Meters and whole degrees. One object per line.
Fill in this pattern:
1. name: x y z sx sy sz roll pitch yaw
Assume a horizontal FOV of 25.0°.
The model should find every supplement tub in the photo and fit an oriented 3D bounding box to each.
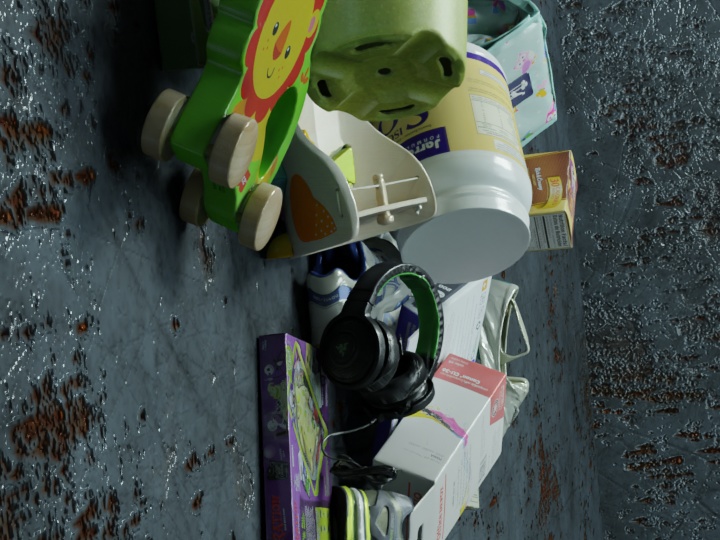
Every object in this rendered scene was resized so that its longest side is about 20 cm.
1. supplement tub: 0.084 -0.104 1.550 0.146 0.145 0.201 64 14 -55

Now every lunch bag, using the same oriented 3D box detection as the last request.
1. lunch bag: 0.104 -0.198 1.702 0.171 0.199 0.122 70 16 -49

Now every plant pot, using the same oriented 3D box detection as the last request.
1. plant pot: 0.012 -0.231 1.320 0.200 0.200 0.185 56 25 -62

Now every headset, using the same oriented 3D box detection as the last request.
1. headset: 0.025 0.089 1.392 0.124 0.094 0.201 46 60 -44

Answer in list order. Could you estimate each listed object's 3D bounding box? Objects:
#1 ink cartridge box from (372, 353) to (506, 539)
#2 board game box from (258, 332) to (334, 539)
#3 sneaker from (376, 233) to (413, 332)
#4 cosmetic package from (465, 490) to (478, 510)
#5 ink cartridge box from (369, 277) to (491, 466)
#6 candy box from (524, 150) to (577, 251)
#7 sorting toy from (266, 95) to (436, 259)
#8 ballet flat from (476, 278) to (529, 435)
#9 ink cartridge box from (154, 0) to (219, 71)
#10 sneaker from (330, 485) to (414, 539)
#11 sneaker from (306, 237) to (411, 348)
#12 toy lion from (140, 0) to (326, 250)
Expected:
1. ink cartridge box: 0.066 0.189 1.541 0.200 0.067 0.117 -50 151 -42
2. board game box: -0.051 0.159 1.343 0.120 0.032 0.201 44 42 -75
3. sneaker: 0.041 0.035 1.659 0.072 0.072 0.201 71 21 -49
4. cosmetic package: 0.086 0.162 1.787 0.104 0.073 0.201 38 48 -72
5. ink cartridge box: 0.059 0.111 1.600 0.200 0.043 0.199 -35 140 -57
6. candy box: 0.139 -0.072 1.810 0.117 0.199 0.057 -77 158 -50
7. sorting toy: -0.034 -0.110 1.374 0.200 0.106 0.181 -16 91 -68
8. ballet flat: 0.157 0.107 1.811 0.069 0.069 0.201 0 87 -76
9. ink cartridge box: -0.104 -0.199 1.166 0.200 0.059 0.104 -26 111 -67
10. sneaker: 0.016 0.284 1.407 0.074 0.081 0.201 -164 -108 -71
11. sneaker: 0.000 0.000 1.498 0.200 0.075 0.088 -65 147 -64
12. toy lion: -0.069 -0.133 1.100 0.200 0.068 0.192 76 38 -71
